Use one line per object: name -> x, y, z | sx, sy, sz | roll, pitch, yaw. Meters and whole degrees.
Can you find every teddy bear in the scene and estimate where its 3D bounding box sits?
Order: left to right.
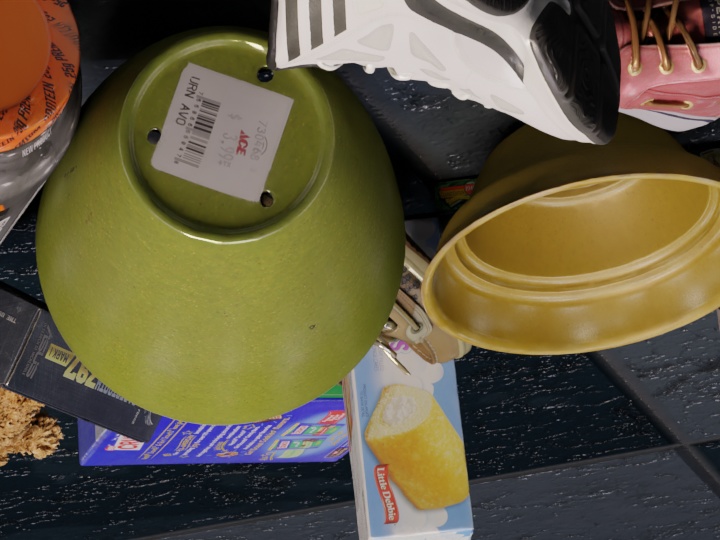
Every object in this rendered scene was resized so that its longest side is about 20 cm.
teddy bear -> -0.284, 0.109, 1.670 | 0.144, 0.067, 0.199 | 12, 154, -37

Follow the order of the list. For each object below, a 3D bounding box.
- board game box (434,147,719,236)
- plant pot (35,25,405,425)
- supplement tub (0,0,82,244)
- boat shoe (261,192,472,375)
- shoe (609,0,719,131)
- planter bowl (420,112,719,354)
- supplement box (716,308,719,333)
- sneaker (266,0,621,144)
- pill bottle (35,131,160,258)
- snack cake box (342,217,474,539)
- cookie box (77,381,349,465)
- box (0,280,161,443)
board game box -> 0.147, -0.040, 1.432 | 0.198, 0.024, 0.105 | -7, 159, 4
plant pot -> -0.064, -0.035, 1.075 | 0.185, 0.189, 0.200 | -4, 169, -4
supplement tub -> -0.201, -0.068, 1.078 | 0.121, 0.124, 0.200 | 2, 160, -22
boat shoe -> 0.000, 0.000, 1.347 | 0.073, 0.063, 0.200 | 32, 166, 45
shoe -> 0.140, -0.116, 1.137 | 0.199, 0.072, 0.091 | 5, 158, -46
planter bowl -> 0.127, -0.035, 1.321 | 0.198, 0.084, 0.201 | -6, 150, -3
supplement box -> 0.311, -0.008, 1.498 | 0.125, 0.074, 0.200 | -3, 162, -7
sneaker -> 0.029, -0.107, 0.983 | 0.115, 0.076, 0.200 | -6, 156, 29
pill bottle -> -0.095, 0.000, 1.336 | 0.108, 0.110, 0.200 | -12, 161, 18
snack cake box -> 0.025, 0.081, 1.472 | 0.067, 0.202, 0.115 | -6, 162, -3
cookie box -> -0.085, 0.080, 1.633 | 0.198, 0.076, 0.171 | 1, 161, -21
box -> -0.220, 0.025, 1.311 | 0.199, 0.051, 0.158 | 25, 177, 28
